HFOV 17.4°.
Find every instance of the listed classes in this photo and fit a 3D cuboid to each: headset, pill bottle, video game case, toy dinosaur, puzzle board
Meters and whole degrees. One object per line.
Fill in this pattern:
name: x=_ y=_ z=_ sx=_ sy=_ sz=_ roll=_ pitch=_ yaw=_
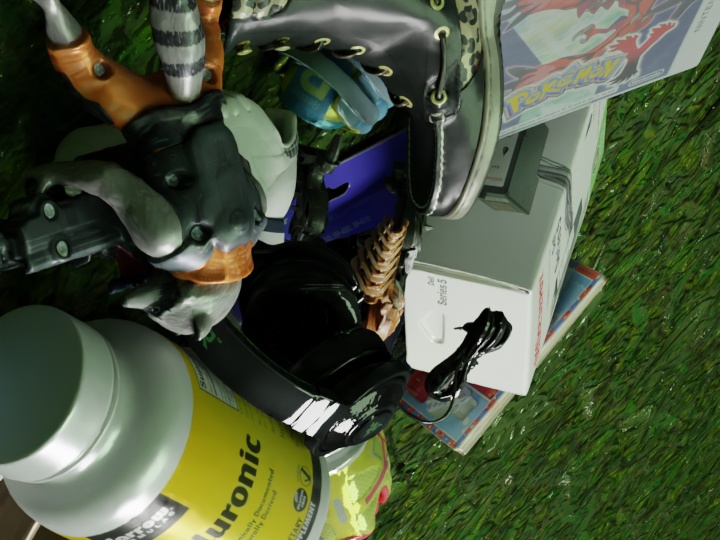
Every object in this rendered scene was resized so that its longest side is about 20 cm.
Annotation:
headset: x=-0.010 y=0.032 z=1.227 sx=0.200 sy=0.124 sz=0.094 roll=23 pitch=119 yaw=-43
pill bottle: x=-0.111 y=0.090 z=1.179 sx=0.111 sy=0.111 sz=0.200 roll=-52 pitch=140 yaw=3
video game case: x=0.137 y=-0.147 z=1.348 sx=0.200 sy=0.023 sz=0.182 roll=-21 pitch=155 yaw=-22
toy dinosaur: x=0.000 y=0.000 z=1.356 sx=0.102 sy=0.200 sz=0.136 roll=15 pitch=72 yaw=-32
puzzle board: x=0.079 y=0.039 z=1.622 sx=0.151 sy=0.017 sz=0.200 roll=-51 pitch=-158 yaw=-2

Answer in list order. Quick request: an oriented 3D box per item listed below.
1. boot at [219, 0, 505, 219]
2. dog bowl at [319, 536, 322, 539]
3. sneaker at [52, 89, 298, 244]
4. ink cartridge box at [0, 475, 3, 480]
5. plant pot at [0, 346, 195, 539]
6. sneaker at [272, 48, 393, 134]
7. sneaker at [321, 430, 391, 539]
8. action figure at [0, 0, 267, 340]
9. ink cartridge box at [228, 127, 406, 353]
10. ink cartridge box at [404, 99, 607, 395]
boot: x=-0.005 y=-0.117 z=1.214 sx=0.153 sy=0.073 sz=0.204 roll=-7 pitch=119 yaw=-20
dog bowl: x=-0.107 y=0.209 z=1.454 sx=0.200 sy=0.200 sz=0.074 roll=-35 pitch=114 yaw=-33
sneaker: x=-0.096 y=-0.062 z=1.246 sx=0.200 sy=0.076 sz=0.081 roll=11 pitch=98 yaw=-66
ink cartridge box: x=-0.242 y=0.092 z=1.187 sx=0.115 sy=0.068 sz=0.200 roll=-46 pitch=157 yaw=-13
plant pot: x=-0.157 y=0.109 z=1.345 sx=0.201 sy=0.093 sz=0.201 roll=-42 pitch=157 yaw=-22
sneaker: x=0.010 y=-0.147 z=1.285 sx=0.131 sy=0.080 sz=0.200 roll=-42 pitch=155 yaw=-23
sneaker: x=-0.018 y=0.112 z=1.433 sx=0.078 sy=0.090 sz=0.200 roll=-17 pitch=-170 yaw=7
action figure: x=-0.107 y=-0.054 z=1.090 sx=0.200 sy=0.104 sz=0.194 roll=-31 pitch=113 yaw=-42
ink cartridge box: x=-0.031 y=0.017 z=1.510 sx=0.198 sy=0.043 sz=0.200 roll=-29 pitch=148 yaw=-41
ink cartridge box: x=0.095 y=-0.043 z=1.499 sx=0.146 sy=0.084 sz=0.200 roll=84 pitch=22 yaw=-61
